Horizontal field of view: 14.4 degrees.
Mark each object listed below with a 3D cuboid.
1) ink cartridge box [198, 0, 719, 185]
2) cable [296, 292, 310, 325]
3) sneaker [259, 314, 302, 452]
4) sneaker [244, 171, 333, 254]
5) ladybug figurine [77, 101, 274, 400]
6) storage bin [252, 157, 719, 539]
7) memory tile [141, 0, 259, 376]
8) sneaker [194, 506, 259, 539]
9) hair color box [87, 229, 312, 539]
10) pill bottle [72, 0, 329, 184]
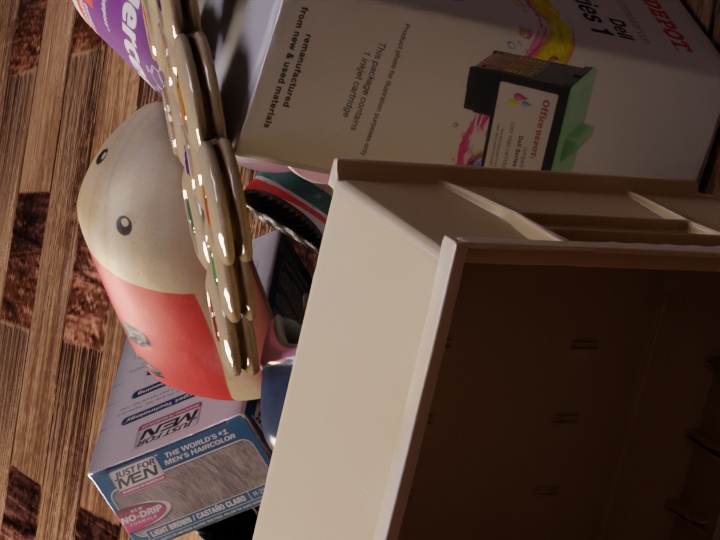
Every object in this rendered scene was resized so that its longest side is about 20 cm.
[{"bbox_3d":[0.039,-0.094,1.204,0.145,0.199,0.084,-112,37,-59],"label":"ink cartridge box"},{"bbox_3d":[-0.021,0.109,1.464,0.200,0.050,0.097,-99,20,-50],"label":"cable"},{"bbox_3d":[0.044,0.025,1.176,0.070,0.200,0.082,29,-136,-63],"label":"sneaker"},{"bbox_3d":[-0.011,-0.057,1.566,0.094,0.070,0.200,-59,-6,-1],"label":"sneaker"},{"bbox_3d":[-0.091,-0.001,1.432,0.200,0.072,0.136,70,178,-54],"label":"ladybug figurine"},{"bbox_3d":[0.069,0.071,1.040,0.094,0.198,0.201,35,117,52],"label":"storage bin"},{"bbox_3d":[-0.071,-0.068,1.191,0.153,0.017,0.200,92,166,-63],"label":"memory tile"},{"bbox_3d":[-0.057,0.122,1.620,0.200,0.082,0.071,-106,25,-57],"label":"sneaker"},{"bbox_3d":[-0.083,0.065,1.614,0.061,0.100,0.200,59,-160,-24],"label":"hair color box"},{"bbox_3d":[-0.055,-0.121,1.367,0.200,0.112,0.113,44,126,46],"label":"pill bottle"}]
